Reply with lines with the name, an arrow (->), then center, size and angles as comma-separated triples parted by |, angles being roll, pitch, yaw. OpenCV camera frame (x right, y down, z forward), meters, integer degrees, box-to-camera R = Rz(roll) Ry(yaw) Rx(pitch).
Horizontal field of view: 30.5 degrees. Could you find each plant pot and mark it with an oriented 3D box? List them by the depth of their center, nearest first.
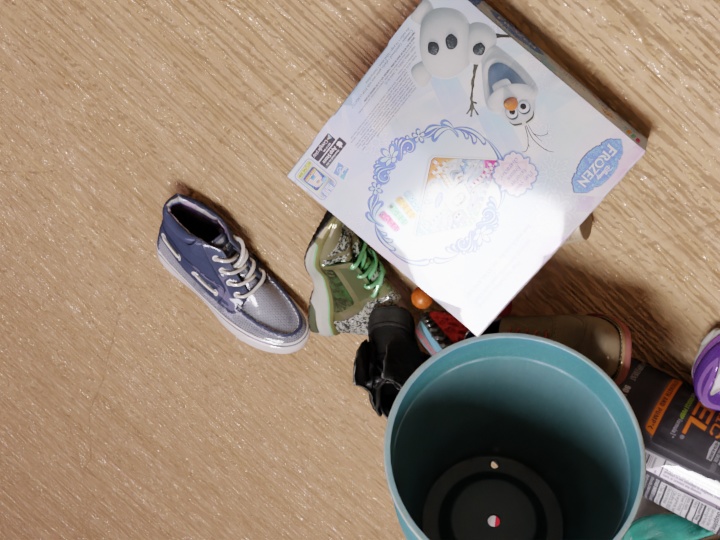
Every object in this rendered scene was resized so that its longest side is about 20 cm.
plant pot -> 0.115, 0.181, 1.081 | 0.199, 0.200, 0.188 | 30, 156, 14

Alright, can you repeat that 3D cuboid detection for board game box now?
board game box -> 0.080, -0.086, 1.015 | 0.199, 0.043, 0.200 | 41, 113, 0

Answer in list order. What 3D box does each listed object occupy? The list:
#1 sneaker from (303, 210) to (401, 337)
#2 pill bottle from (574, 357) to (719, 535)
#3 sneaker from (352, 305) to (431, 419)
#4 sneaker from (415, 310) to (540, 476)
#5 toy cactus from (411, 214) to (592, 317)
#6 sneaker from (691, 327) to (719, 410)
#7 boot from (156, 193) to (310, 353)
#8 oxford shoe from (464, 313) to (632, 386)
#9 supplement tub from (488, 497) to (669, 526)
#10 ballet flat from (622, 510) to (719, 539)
sneaker -> 0.000, 0.000, 1.267 | 0.088, 0.077, 0.200 | 16, 147, 12
pill bottle -> 0.292, 0.160, 1.126 | 0.199, 0.106, 0.107 | 26, 144, 19
sneaker -> 0.038, 0.110, 1.276 | 0.060, 0.105, 0.200 | -9, 143, 14
sneaker -> 0.108, 0.128, 1.236 | 0.200, 0.079, 0.096 | 51, 124, 20
toy cactus -> 0.107, -0.038, 1.102 | 0.164, 0.102, 0.201 | 0, 121, 31
sneaker -> 0.329, 0.078, 1.017 | 0.081, 0.083, 0.200 | 48, 146, -12
boot -> -0.134, 0.005, 1.382 | 0.200, 0.073, 0.090 | 35, 152, 8
oxford shoe -> 0.157, 0.071, 1.129 | 0.074, 0.071, 0.200 | 7, 172, -23
supplement tub -> 0.210, 0.254, 1.280 | 0.140, 0.140, 0.200 | 43, 146, -5
ballet flat -> 0.320, 0.234, 1.177 | 0.070, 0.199, 0.068 | -119, 34, -52
